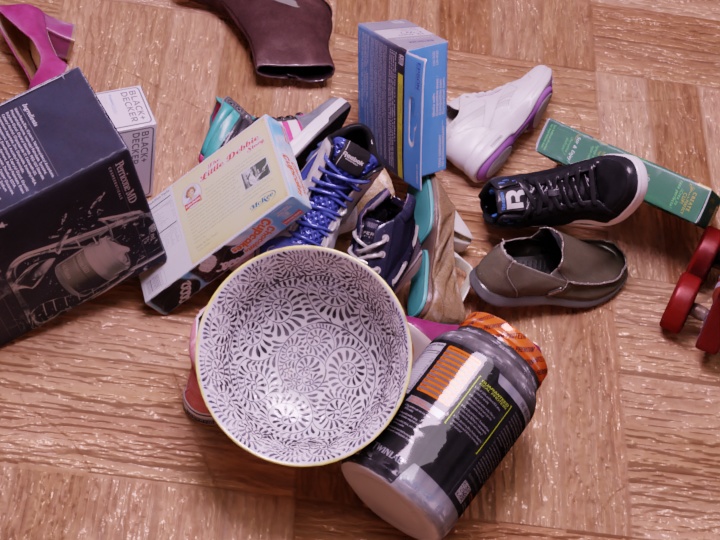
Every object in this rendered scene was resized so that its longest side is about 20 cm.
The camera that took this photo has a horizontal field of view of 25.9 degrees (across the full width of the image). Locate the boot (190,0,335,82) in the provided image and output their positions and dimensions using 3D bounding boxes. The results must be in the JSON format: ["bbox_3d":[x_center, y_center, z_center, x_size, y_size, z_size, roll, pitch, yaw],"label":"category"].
[{"bbox_3d":[-0.128,-0.301,1.870,0.198,0.073,0.167,5,48,-12],"label":"boot"}]

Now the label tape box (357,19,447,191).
[{"bbox_3d":[0.056,-0.184,1.710,0.066,0.145,0.200,-7,21,-19],"label":"label tape box"}]

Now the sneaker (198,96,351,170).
[{"bbox_3d":[-0.110,-0.156,1.752,0.121,0.084,0.200,40,55,10],"label":"sneaker"}]

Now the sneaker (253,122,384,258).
[{"bbox_3d":[-0.038,-0.078,1.597,0.080,0.115,0.200,28,62,-6],"label":"sneaker"}]

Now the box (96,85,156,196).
[{"bbox_3d":[-0.318,-0.119,1.652,0.199,0.117,0.060,-13,54,-22],"label":"box"}]

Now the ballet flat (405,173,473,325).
[{"bbox_3d":[0.088,-0.019,1.690,0.072,0.068,0.201,18,46,-22],"label":"ballet flat"}]

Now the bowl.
[{"bbox_3d":[-0.048,0.084,1.461,0.199,0.094,0.203,-1,80,6],"label":"bowl"}]

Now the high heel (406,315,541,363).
[{"bbox_3d":[0.089,0.074,1.617,0.198,0.068,0.096,14,26,14],"label":"high heel"}]

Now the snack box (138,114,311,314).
[{"bbox_3d":[-0.148,-0.057,1.602,0.037,0.199,0.117,33,29,-47],"label":"snack box"}]

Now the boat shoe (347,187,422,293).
[{"bbox_3d":[0.000,0.000,1.566,0.074,0.093,0.200,12,41,21],"label":"boat shoe"}]

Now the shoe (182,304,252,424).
[{"bbox_3d":[-0.119,0.053,1.563,0.071,0.091,0.201,20,49,6],"label":"shoe"}]

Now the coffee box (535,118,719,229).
[{"bbox_3d":[0.302,-0.107,1.757,0.199,0.044,0.123,27,5,19],"label":"coffee box"}]

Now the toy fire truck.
[{"bbox_3d":[0.409,-0.008,1.668,0.112,0.169,0.200,26,50,11],"label":"toy fire truck"}]

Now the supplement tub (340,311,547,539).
[{"bbox_3d":[0.083,0.144,1.478,0.122,0.123,0.200,34,68,17],"label":"supplement tub"}]

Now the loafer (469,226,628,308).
[{"bbox_3d":[0.213,-0.005,1.680,0.199,0.070,0.075,-8,52,-32],"label":"loafer"}]

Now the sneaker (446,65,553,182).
[{"bbox_3d":[0.157,-0.191,1.833,0.099,0.075,0.200,32,52,15],"label":"sneaker"}]

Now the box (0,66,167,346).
[{"bbox_3d":[-0.314,-0.058,1.517,0.196,0.200,0.124,-30,61,-11],"label":"box"}]

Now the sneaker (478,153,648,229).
[{"bbox_3d":[0.204,-0.076,1.673,0.111,0.199,0.074,-6,85,-35],"label":"sneaker"}]

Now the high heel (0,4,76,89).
[{"bbox_3d":[-0.374,-0.232,1.751,0.095,0.068,0.201,14,42,-14],"label":"high heel"}]

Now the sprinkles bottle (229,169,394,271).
[{"bbox_3d":[-0.061,-0.060,1.685,0.199,0.069,0.068,-20,57,-26],"label":"sprinkles bottle"}]
